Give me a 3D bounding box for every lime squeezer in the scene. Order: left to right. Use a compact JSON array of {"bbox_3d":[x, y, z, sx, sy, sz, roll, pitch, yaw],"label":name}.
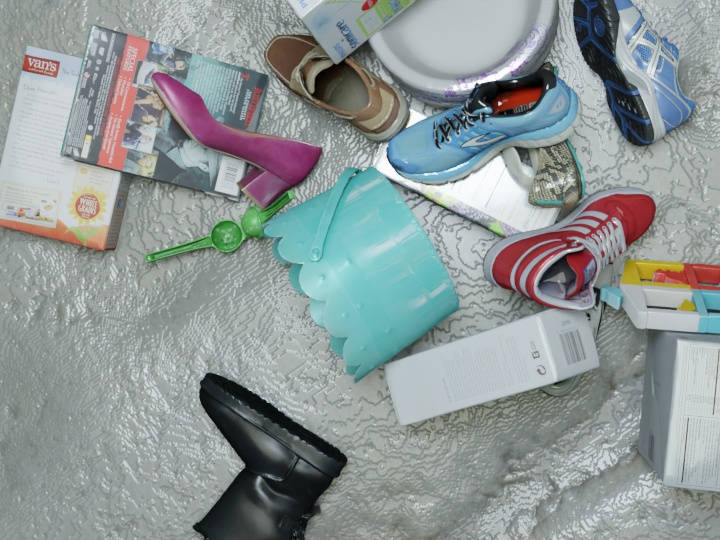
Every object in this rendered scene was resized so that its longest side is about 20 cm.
[{"bbox_3d":[-0.137,-0.049,1.395,0.199,0.071,0.038,-21,64,27],"label":"lime squeezer"}]

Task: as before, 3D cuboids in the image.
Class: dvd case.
[{"bbox_3d":[-0.210,-0.168,1.391,0.199,0.022,0.147,13,92,-19],"label":"dvd case"}]

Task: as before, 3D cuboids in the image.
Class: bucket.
[{"bbox_3d":[0.000,0.000,1.331,0.134,0.207,0.208,-32,89,-6],"label":"bucket"}]

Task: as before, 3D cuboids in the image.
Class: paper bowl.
[{"bbox_3d":[0.108,-0.268,1.350,0.200,0.104,0.202,-2,80,12],"label":"paper bowl"}]

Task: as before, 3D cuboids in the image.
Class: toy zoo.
[{"bbox_3d":[0.349,0.027,1.337,0.199,0.131,0.021,4,115,5],"label":"toy zoo"}]

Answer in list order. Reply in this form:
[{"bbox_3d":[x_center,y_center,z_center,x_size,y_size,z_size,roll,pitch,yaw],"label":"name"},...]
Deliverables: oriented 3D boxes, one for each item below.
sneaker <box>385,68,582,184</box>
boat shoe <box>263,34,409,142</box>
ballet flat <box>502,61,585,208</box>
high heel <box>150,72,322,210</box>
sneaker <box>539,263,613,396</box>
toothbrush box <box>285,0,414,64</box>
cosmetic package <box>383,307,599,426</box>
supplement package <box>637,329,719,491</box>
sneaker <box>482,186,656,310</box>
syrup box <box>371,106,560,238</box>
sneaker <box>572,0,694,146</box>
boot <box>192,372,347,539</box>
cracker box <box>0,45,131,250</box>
[{"bbox_3d":[0.114,-0.154,1.275,0.199,0.090,0.079,-20,60,15],"label":"sneaker"},{"bbox_3d":[-0.034,-0.205,1.356,0.200,0.072,0.076,32,94,35],"label":"boat shoe"},{"bbox_3d":[0.180,-0.144,1.330,0.075,0.068,0.201,-4,50,0],"label":"ballet flat"},{"bbox_3d":[-0.130,-0.158,1.369,0.096,0.067,0.200,-43,115,0],"label":"high heel"},{"bbox_3d":[0.228,0.037,1.368,0.074,0.089,0.201,9,91,6],"label":"sneaker"},{"bbox_3d":[0.014,-0.312,1.249,0.200,0.146,0.086,-37,76,4],"label":"toothbrush box"},{"bbox_3d":[0.133,0.097,1.324,0.199,0.102,0.074,-20,83,35],"label":"cosmetic package"},{"bbox_3d":[0.398,0.140,1.304,0.199,0.191,0.148,5,93,5],"label":"supplement package"},{"bbox_3d":[0.233,-0.021,1.291,0.199,0.112,0.071,-24,112,-15],"label":"sneaker"},{"bbox_3d":[0.117,-0.098,1.377,0.199,0.079,0.082,26,94,3],"label":"syrup box"},{"bbox_3d":[0.288,-0.234,1.373,0.077,0.076,0.201,-21,90,-17],"label":"sneaker"},{"bbox_3d":[-0.127,0.228,1.411,0.198,0.073,0.163,33,97,3],"label":"boot"},{"bbox_3d":[-0.318,-0.134,1.421,0.133,0.058,0.201,14,93,2],"label":"cracker box"}]
